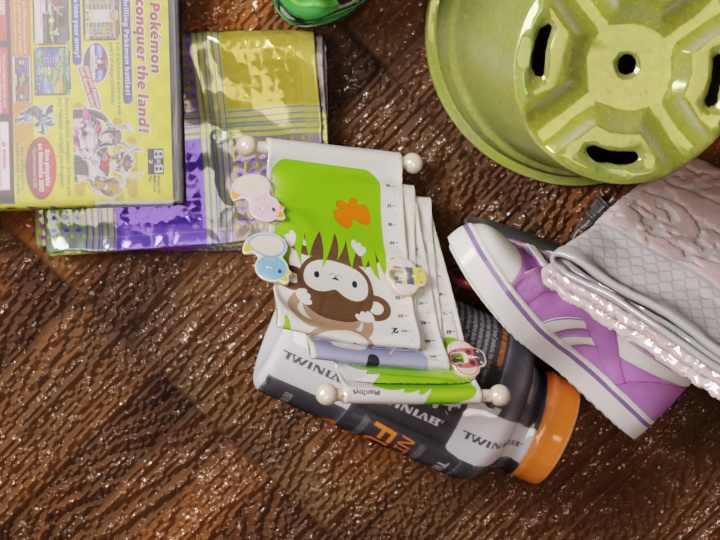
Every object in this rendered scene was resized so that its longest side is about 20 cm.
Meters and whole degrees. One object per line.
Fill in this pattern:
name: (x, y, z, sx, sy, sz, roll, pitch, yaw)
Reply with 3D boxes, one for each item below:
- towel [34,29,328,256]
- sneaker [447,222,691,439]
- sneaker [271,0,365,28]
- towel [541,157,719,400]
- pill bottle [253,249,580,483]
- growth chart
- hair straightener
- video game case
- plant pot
towel: (-0.113, -0.081, 1.154, 0.198, 0.023, 0.145, -1, 104, -2)
sneaker: (0.148, 0.008, 1.123, 0.114, 0.073, 0.200, -44, 123, 12)
sneaker: (0.026, -0.220, 1.093, 0.078, 0.085, 0.200, 42, 98, -11)
towel: (0.231, 0.011, 1.067, 0.199, 0.191, 0.032, 34, 129, 21)
pill bottle: (0.040, 0.066, 1.152, 0.198, 0.106, 0.107, 24, 102, -7)
growth chart: (0.000, 0.000, 1.100, 0.143, 0.202, 0.018, -3, 149, -25)
hair straightener: (0.161, -0.008, 1.171, 0.198, 0.041, 0.078, 13, 103, -5)
video game case: (-0.200, -0.139, 1.116, 0.179, 0.026, 0.202, -1, 91, -1)
plant pot: (0.143, -0.131, 1.067, 0.198, 0.184, 0.203, -1, 104, -2)
